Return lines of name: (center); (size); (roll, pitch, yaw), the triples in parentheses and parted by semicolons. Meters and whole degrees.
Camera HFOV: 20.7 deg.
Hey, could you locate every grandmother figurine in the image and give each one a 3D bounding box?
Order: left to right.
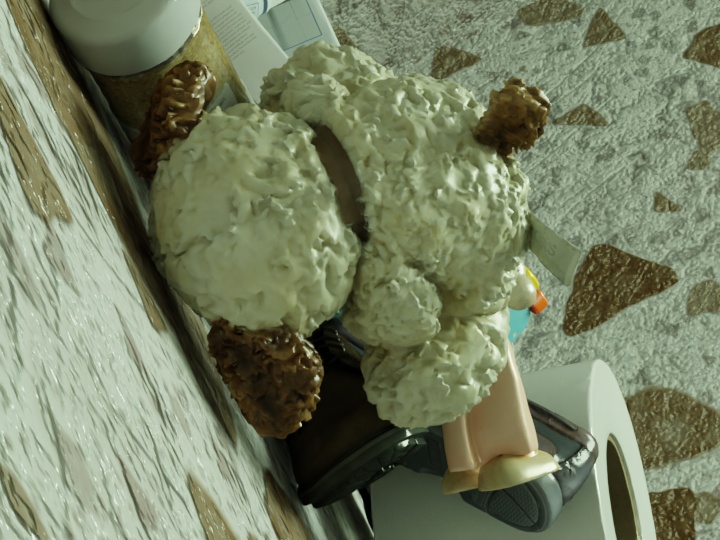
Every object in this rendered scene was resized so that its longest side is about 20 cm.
grandmother figurine: (0.051, 0.011, 1.023); (0.121, 0.060, 0.202); (-17, -93, 53)

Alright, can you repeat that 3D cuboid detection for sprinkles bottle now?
sprinkles bottle: (-0.089, -0.082, 0.988); (0.200, 0.068, 0.069); (64, 2, -55)

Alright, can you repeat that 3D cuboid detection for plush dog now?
plush dog: (-0.014, -0.025, 0.891); (0.160, 0.171, 0.201); (-42, -112, 59)

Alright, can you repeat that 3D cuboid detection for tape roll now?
tape roll: (0.100, 0.165, 1.212); (0.203, 0.138, 0.204); (-11, 90, -76)

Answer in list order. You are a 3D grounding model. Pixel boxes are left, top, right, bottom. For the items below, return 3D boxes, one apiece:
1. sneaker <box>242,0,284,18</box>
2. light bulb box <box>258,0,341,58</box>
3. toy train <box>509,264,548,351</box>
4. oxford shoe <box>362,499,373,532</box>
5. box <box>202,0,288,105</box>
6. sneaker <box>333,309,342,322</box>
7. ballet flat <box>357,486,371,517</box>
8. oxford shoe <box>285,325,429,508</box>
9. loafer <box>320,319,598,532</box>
sneaker: (-0.089, -0.243, 1.146); (0.201, 0.070, 0.073); (66, -23, -3)
light bulb box: (-0.048, -0.087, 1.413); (0.199, 0.124, 0.201); (64, 2, -59)
toy train: (0.046, 0.049, 1.413); (0.199, 0.151, 0.056); (-7, 39, -47)
oxford shoe: (0.050, 0.105, 1.350); (0.071, 0.071, 0.201); (-41, 147, -56)
box: (-0.083, -0.121, 1.125); (0.200, 0.036, 0.144); (52, -11, 8)
sneaker: (0.000, 0.000, 1.090); (0.082, 0.074, 0.200); (38, 16, 3)
ballet flat: (0.013, 0.158, 1.306); (0.067, 0.046, 0.201); (19, -49, 64)
oxford shoe: (-0.018, 0.073, 1.037); (0.085, 0.072, 0.200); (62, -10, -5)
loafer: (0.047, 0.078, 1.133); (0.199, 0.063, 0.072); (31, -38, 30)
